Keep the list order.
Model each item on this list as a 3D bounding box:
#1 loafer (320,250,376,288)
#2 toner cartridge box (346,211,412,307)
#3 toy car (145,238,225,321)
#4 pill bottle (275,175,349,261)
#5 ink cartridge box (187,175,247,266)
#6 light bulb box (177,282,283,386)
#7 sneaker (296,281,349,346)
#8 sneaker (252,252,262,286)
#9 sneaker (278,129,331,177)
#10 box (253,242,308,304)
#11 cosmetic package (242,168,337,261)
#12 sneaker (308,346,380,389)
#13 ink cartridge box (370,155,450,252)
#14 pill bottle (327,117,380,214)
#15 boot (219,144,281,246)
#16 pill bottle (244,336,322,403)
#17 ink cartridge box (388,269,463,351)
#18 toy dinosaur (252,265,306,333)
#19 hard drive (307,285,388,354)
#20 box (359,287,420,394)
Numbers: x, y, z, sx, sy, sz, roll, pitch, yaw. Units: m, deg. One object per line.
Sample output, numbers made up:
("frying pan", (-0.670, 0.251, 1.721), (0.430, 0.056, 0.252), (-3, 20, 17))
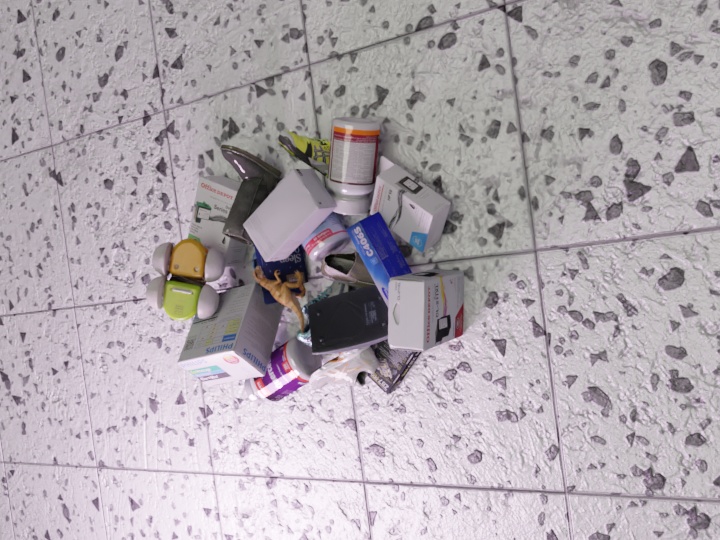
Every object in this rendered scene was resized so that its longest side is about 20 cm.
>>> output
("loafer", (0.000, 0.000, 1.677), (0.197, 0.070, 0.076), (5, 69, 12))
("toner cartridge box", (0.052, -0.021, 1.600), (0.043, 0.095, 0.202), (-28, 90, 35))
("toy car", (-0.426, 0.026, 1.839), (0.173, 0.150, 0.203), (9, 85, 0))
("pill bottle", (-0.117, -0.129, 1.742), (0.109, 0.108, 0.201), (-39, 75, 28))
("ink cartridge box", (-0.357, -0.130, 1.903), (0.145, 0.084, 0.202), (22, 107, 28))
("light bulb box", (-0.318, 0.161, 1.830), (0.196, 0.125, 0.202), (-15, 46, 32))
("sneaker", (-0.088, 0.089, 1.734), (0.085, 0.078, 0.202), (21, 93, -13))
("sneaker", (-0.227, -0.043, 1.835), (0.073, 0.082, 0.203), (-17, 85, 33))
("sneaker", (-0.105, -0.275, 1.683), (0.075, 0.199, 0.077), (38, 97, 45))
("box", (-0.194, -0.027, 1.794), (0.032, 0.120, 0.203), (-9, 92, 55))
("cosmetic package", (-0.160, -0.123, 1.659), (0.200, 0.081, 0.114), (-40, 75, 29))
("sneaker", (-0.037, 0.240, 1.706), (0.199, 0.075, 0.093), (-38, 81, 34))
("ink cartridge box", (0.090, -0.146, 1.612), (0.199, 0.067, 0.117), (38, 143, 23))
("pill bottle", (-0.018, -0.233, 1.648), (0.109, 0.109, 0.203), (16, 110, 29))
("boot", (-0.292, -0.181, 1.788), (0.202, 0.181, 0.072), (-65, 25, -5))
("pill bottle", (-0.195, 0.253, 1.828), (0.199, 0.112, 0.113), (-35, 77, 29))
("ink cartridge box", (0.141, 0.080, 1.553), (0.082, 0.199, 0.148), (4, 97, 31))
("toy dinosaur", (-0.168, 0.062, 1.729), (0.200, 0.106, 0.061), (42, 150, 16))
("hard drive", (-0.016, 0.114, 1.651), (0.198, 0.042, 0.136), (-16, 59, 12))
("box", (0.040, 0.159, 1.712), (0.200, 0.049, 0.162), (41, 113, 22))
